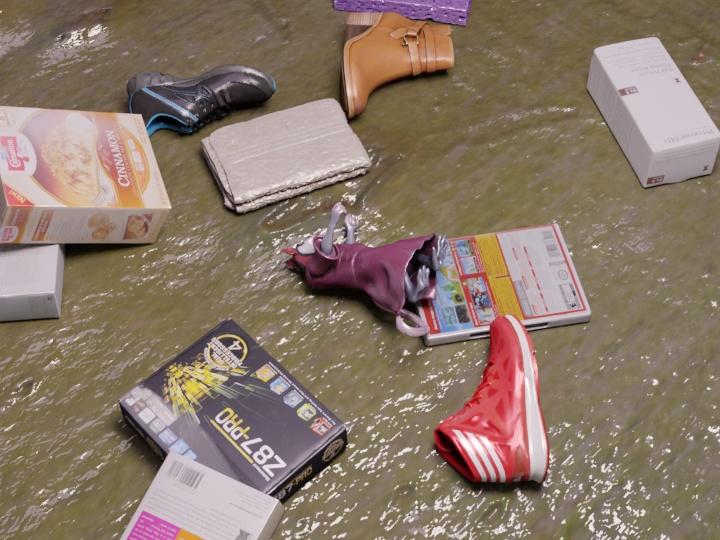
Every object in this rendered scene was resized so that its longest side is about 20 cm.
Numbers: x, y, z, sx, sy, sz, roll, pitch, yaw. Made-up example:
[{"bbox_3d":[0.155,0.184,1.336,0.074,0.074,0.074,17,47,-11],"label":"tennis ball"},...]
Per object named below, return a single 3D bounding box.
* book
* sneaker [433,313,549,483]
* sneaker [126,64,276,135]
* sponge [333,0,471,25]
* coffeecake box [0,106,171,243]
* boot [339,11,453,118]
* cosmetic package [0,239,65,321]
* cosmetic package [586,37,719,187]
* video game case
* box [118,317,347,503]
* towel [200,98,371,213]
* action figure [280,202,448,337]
[{"bbox_3d":[-0.177,0.288,1.159,0.132,0.048,0.201,20,67,22],"label":"book"},{"bbox_3d":[0.132,0.135,1.296,0.114,0.079,0.202,-3,50,-5],"label":"sneaker"},{"bbox_3d":[-0.208,-0.219,1.596,0.197,0.073,0.083,-7,67,1],"label":"sneaker"},{"bbox_3d":[0.067,-0.418,1.775,0.197,0.030,0.112,9,51,7],"label":"sponge"},{"bbox_3d":[-0.346,-0.113,1.438,0.198,0.073,0.155,-1,54,-33],"label":"coffeecake box"},{"bbox_3d":[0.051,-0.281,1.639,0.153,0.074,0.202,6,53,-1],"label":"boot"},{"bbox_3d":[-0.431,-0.031,1.441,0.149,0.052,0.202,-2,51,-6],"label":"cosmetic package"},{"bbox_3d":[0.382,-0.210,1.582,0.100,0.074,0.201,-13,51,-10],"label":"cosmetic package"},{"bbox_3d":[0.159,0.014,1.431,0.197,0.018,0.144,-8,52,-7],"label":"video game case"},{"bbox_3d":[-0.136,0.164,1.287,0.161,0.049,0.200,-37,61,-23],"label":"box"},{"bbox_3d":[-0.096,-0.149,1.553,0.198,0.035,0.133,-17,54,-15],"label":"towel"},{"bbox_3d":[0.000,0.000,1.407,0.198,0.134,0.151,0,88,24],"label":"action figure"}]
